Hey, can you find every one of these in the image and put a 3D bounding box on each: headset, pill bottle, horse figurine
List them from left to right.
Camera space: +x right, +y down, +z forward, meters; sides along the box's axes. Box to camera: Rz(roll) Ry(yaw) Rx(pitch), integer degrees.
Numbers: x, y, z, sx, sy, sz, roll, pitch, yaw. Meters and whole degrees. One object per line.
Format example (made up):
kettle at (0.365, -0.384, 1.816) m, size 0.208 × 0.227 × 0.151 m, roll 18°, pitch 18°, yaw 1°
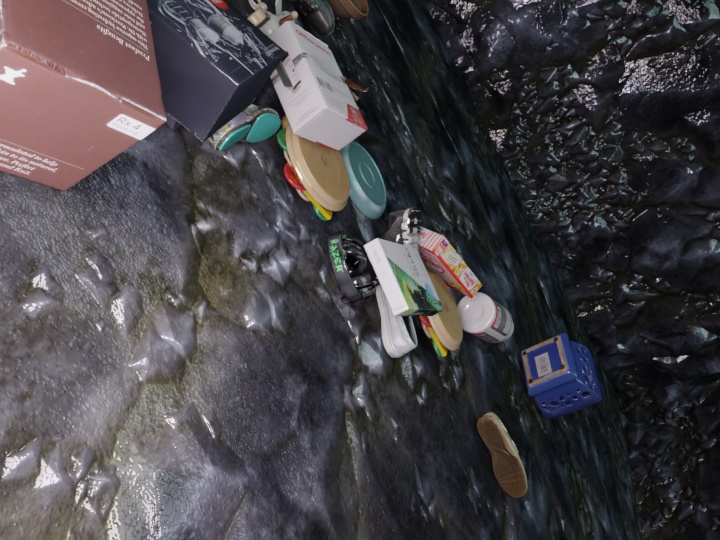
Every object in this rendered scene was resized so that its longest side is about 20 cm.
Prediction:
horse figurine at (-0.064, -0.430, 1.389) m, size 0.133 × 0.050 × 0.200 m, roll 54°, pitch 31°, yaw 13°
headset at (0.000, 0.000, 1.108) m, size 0.200 × 0.094 × 0.124 m, roll 50°, pitch 25°, yaw -66°
pill bottle at (0.347, 0.135, 1.656) m, size 0.200 × 0.110 × 0.111 m, roll 29°, pitch 44°, yaw -53°

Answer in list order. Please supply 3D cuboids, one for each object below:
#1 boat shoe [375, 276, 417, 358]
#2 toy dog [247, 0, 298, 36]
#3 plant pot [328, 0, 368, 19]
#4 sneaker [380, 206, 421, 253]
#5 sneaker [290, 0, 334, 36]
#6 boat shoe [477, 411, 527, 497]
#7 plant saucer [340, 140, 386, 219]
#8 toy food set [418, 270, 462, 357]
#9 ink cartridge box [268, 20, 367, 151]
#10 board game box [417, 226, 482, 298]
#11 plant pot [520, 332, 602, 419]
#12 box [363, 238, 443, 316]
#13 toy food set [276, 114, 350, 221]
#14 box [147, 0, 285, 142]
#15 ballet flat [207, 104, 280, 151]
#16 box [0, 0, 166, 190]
boat shoe at (0.080, 0.076, 1.227) m, size 0.070 × 0.071 × 0.202 m, roll 37°, pitch 38°, yaw -47°
toy dog at (-0.159, -0.498, 1.218) m, size 0.132 × 0.096 × 0.201 m, roll 43°, pitch 34°, yaw -41°
plant pot at (-0.068, -0.745, 1.613) m, size 0.201 × 0.092 × 0.201 m, roll 45°, pitch 32°, yaw -38°
sneaker at (0.084, -0.040, 1.340) m, size 0.066 × 0.090 × 0.201 m, roll -3°, pitch 97°, yaw -54°
sneaker at (-0.137, -0.637, 1.432) m, size 0.200 × 0.075 × 0.079 m, roll 55°, pitch 40°, yaw -9°
boat shoe at (0.343, 0.434, 1.446) m, size 0.065 × 0.072 × 0.201 m, roll -6°, pitch 69°, yaw -63°
plant saucer at (0.007, -0.214, 1.386) m, size 0.200 × 0.027 × 0.201 m, roll 45°, pitch 32°, yaw -38°
toy food set at (0.178, 0.093, 1.413) m, size 0.201 × 0.048 × 0.198 m, roll 61°, pitch 23°, yaw -15°
ink cartridge box at (-0.089, -0.340, 1.138) m, size 0.147 × 0.083 × 0.201 m, roll 8°, pitch 55°, yaw -58°
board game box at (0.185, -0.029, 1.454) m, size 0.200 × 0.046 × 0.151 m, roll 45°, pitch -9°, yaw -38°
plant pot at (0.635, 0.332, 1.969) m, size 0.180 × 0.200 × 0.201 m, roll 39°, pitch 36°, yaw -33°
box at (0.088, 0.017, 1.170) m, size 0.200 × 0.036 × 0.145 m, roll 6°, pitch 58°, yaw -63°
toy food set at (-0.088, -0.200, 1.161) m, size 0.200 × 0.049 × 0.198 m, roll 50°, pitch 30°, yaw -32°
box at (-0.228, -0.303, 0.844) m, size 0.182 × 0.104 × 0.200 m, roll 38°, pitch 32°, yaw -11°
ballet flat at (-0.193, -0.241, 0.974) m, size 0.072 × 0.072 × 0.200 m, roll 62°, pitch 24°, yaw -9°
box at (-0.316, -0.218, 0.588) m, size 0.166 × 0.164 × 0.201 m, roll 20°, pitch 51°, yaw -58°
